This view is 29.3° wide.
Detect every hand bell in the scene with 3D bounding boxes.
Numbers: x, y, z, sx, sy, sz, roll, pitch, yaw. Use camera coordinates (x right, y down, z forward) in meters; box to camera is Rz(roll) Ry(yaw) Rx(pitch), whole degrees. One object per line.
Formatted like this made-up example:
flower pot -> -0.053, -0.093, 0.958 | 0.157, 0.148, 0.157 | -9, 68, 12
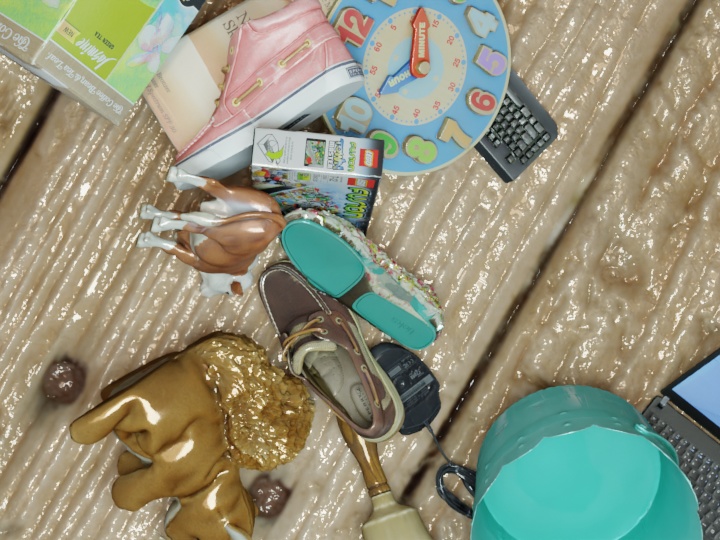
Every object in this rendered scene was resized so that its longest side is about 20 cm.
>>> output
hand bell -> 0.015, 0.199, 1.288 | 0.104, 0.104, 0.200 | -19, 76, -3

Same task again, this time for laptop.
laptop -> 0.340, 0.193, 1.279 | 0.177, 0.103, 0.200 | 39, 88, -1

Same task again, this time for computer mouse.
computer mouse -> 0.066, 0.154, 1.309 | 0.059, 0.034, 0.200 | -33, 96, -14

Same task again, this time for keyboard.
keyboard -> 0.086, -0.164, 1.296 | 0.127, 0.021, 0.200 | -44, 102, -5

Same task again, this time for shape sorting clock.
shape sorting clock -> 0.050, -0.184, 1.241 | 0.200, 0.039, 0.200 | -6, 106, -21

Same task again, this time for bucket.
bucket -> 0.195, 0.208, 1.226 | 0.207, 0.135, 0.207 | 1, 107, 3

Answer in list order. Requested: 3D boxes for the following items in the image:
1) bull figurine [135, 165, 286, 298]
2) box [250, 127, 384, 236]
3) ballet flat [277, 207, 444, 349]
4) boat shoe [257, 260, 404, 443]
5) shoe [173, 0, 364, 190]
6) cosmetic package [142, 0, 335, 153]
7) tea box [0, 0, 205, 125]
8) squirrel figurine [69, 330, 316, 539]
bull figurine -> -0.133, -0.031, 1.223 | 0.121, 0.200, 0.065 | 15, 67, -17
box -> -0.041, -0.074, 1.220 | 0.110, 0.200, 0.035 | 6, 76, -2
ballet flat -> 0.000, 0.000, 1.264 | 0.076, 0.064, 0.200 | -32, 121, 29
boat shoe -> -0.035, 0.071, 1.260 | 0.072, 0.072, 0.200 | -37, 73, 13
shoe -> -0.097, -0.153, 1.194 | 0.200, 0.071, 0.091 | -31, 83, 22
cosmetic package -> -0.101, -0.189, 1.277 | 0.200, 0.087, 0.103 | -32, 91, -3
tea box -> -0.256, -0.269, 1.211 | 0.200, 0.134, 0.197 | 32, 88, 31
squirrel figurine -> -0.132, 0.162, 1.247 | 0.200, 0.142, 0.187 | -30, 96, 0
